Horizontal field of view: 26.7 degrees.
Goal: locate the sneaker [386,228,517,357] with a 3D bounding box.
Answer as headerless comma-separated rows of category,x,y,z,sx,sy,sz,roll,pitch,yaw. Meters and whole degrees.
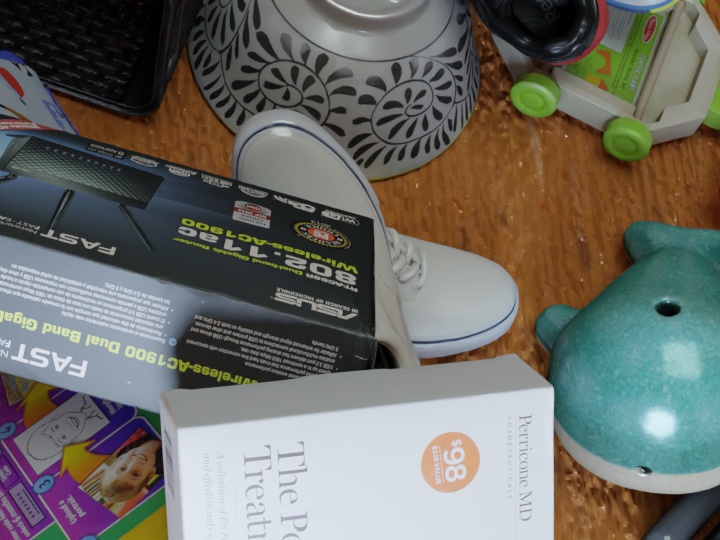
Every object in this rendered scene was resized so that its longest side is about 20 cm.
sneaker,0.000,0.000,0.875,0.198,0.071,0.074,8,60,-10

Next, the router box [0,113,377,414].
router box,-0.092,0.002,0.680,0.198,0.063,0.150,15,21,-6

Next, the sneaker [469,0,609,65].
sneaker,0.081,-0.205,0.926,0.201,0.071,0.098,50,17,-11

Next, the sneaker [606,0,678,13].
sneaker,0.125,-0.236,1.004,0.198,0.083,0.074,13,58,12

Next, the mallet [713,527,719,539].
mallet,0.180,0.167,0.824,0.065,0.041,0.202,23,80,5

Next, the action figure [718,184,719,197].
action figure,0.281,-0.019,0.934,0.098,0.066,0.201,18,34,-20

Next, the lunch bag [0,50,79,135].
lunch bag,-0.221,-0.026,0.816,0.199,0.124,0.171,-22,69,-39

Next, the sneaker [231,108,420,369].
sneaker,-0.010,0.011,0.800,0.072,0.071,0.201,-23,112,5

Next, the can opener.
can opener,0.244,0.108,0.891,0.053,0.067,0.200,44,60,12

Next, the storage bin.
storage bin,-0.194,-0.191,0.897,0.198,0.136,0.094,19,59,-2

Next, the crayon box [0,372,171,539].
crayon box,-0.138,0.103,0.694,0.172,0.059,0.200,-36,40,-13

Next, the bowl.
bowl,-0.007,-0.166,0.961,0.199,0.094,0.203,6,61,-11

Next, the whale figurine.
whale figurine,0.181,0.031,0.889,0.157,0.104,0.201,9,47,15

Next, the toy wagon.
toy wagon,0.190,-0.143,1.032,0.199,0.040,0.156,26,59,0

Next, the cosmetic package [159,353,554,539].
cosmetic package,0.001,0.142,0.612,0.149,0.052,0.202,-6,105,-15
